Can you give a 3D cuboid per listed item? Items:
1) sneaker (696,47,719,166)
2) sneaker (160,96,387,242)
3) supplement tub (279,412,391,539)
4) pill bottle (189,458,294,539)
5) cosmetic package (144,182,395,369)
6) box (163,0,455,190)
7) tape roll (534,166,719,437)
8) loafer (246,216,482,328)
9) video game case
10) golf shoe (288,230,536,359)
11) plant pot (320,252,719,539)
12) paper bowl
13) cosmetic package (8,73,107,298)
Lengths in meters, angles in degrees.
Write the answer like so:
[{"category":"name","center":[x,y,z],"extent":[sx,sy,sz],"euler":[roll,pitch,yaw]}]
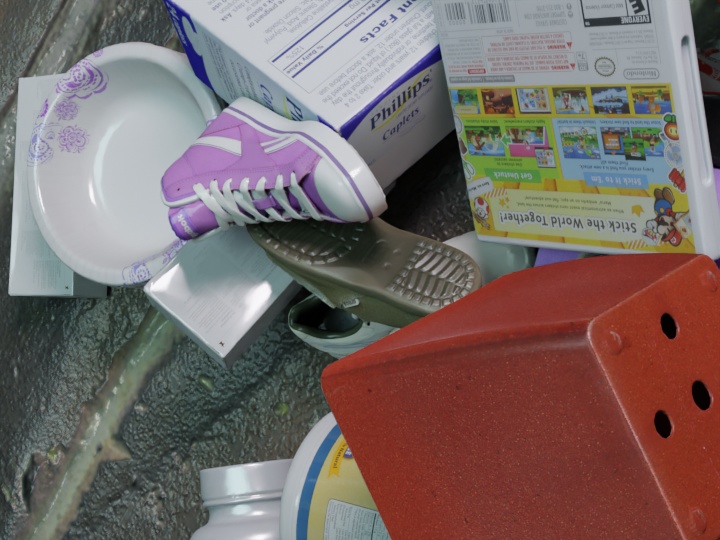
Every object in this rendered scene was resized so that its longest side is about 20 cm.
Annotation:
[{"category":"sneaker","center":[0.198,-0.125,0.963],"extent":[0.201,0.108,0.067],"euler":[22,114,16]},{"category":"sneaker","center":[-0.069,-0.049,0.984],"extent":[0.114,0.073,0.200],"euler":[-42,32,-16]},{"category":"supplement tub","center":[0.058,0.183,1.016],"extent":[0.200,0.145,0.145],"euler":[9,91,32]},{"category":"pill bottle","center":[-0.076,0.252,1.113],"extent":[0.111,0.111,0.200],"euler":[-11,80,31]},{"category":"cosmetic package","center":[-0.067,-0.026,1.096],"extent":[0.083,0.051,0.200],"euler":[40,77,12]},{"category":"box","center":[-0.009,-0.179,1.060],"extent":[0.184,0.105,0.200],"euler":[-41,60,-16]},{"category":"tape roll","center":[0.206,0.034,0.934],"extent":[0.200,0.066,0.201],"euler":[24,122,44]},{"category":"loafer","center":[0.000,0.000,1.008],"extent":[0.200,0.068,0.076],"euler":[28,60,34]},{"category":"video game case","center":[0.131,-0.100,0.893],"extent":[0.200,0.023,0.182],"euler":[8,115,51]},{"category":"golf shoe","center":[0.037,0.021,1.070],"extent":[0.200,0.097,0.078],"euler":[-25,73,27]},{"category":"plant pot","center":[0.133,0.094,0.836],"extent":[0.176,0.200,0.200],"euler":[-27,88,47]},{"category":"paper bowl","center":[-0.172,-0.084,1.196],"extent":[0.200,0.104,0.201],"euler":[-1,88,26]},{"category":"cosmetic package","center":[-0.269,-0.075,1.294],"extent":[0.082,0.051,0.201],"euler":[0,86,35]}]
